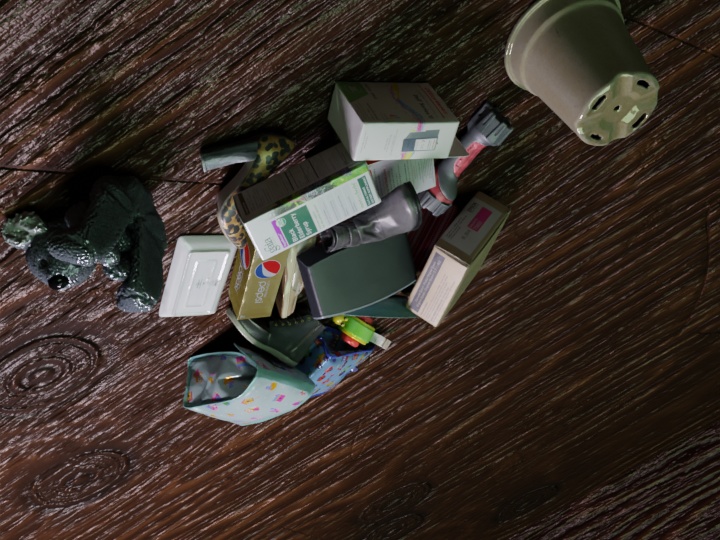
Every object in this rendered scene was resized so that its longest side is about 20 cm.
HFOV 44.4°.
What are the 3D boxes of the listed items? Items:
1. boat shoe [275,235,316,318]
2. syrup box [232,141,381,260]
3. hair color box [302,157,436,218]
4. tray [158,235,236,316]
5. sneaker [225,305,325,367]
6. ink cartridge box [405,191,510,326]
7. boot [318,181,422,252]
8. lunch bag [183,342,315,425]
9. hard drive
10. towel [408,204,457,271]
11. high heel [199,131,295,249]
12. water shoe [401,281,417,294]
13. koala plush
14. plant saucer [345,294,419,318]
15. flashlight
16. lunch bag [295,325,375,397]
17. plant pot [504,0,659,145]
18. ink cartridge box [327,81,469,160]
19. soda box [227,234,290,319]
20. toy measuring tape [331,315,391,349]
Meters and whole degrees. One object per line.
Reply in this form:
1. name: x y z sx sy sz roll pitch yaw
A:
1. boat shoe: -0.113 0.006 1.536 0.064 0.072 0.201 -9 136 -20
2. syrup box: -0.080 -0.105 1.300 0.198 0.082 0.079 -27 132 -4
3. hair color box: 0.017 -0.156 1.412 0.198 0.064 0.111 -22 145 -6
4. tray: -0.274 0.017 1.496 0.106 0.022 0.201 -3 139 -28
5. sneaker: -0.156 0.092 1.633 0.106 0.075 0.200 -48 135 3
6. ink cartridge box: 0.175 -0.022 1.573 0.200 0.075 0.166 -47 164 -45
7. boot: 0.011 -0.070 1.363 0.130 0.070 0.200 -17 169 -19
8. lunch bag: -0.207 0.215 1.663 0.198 0.123 0.170 -16 152 34
9. hard drive: 0.000 0.000 1.500 0.198 0.042 0.136 -21 116 -14
10. towel: 0.068 -0.073 1.553 0.198 0.023 0.146 11 116 -38
11. high heel: -0.154 -0.117 1.350 0.141 0.072 0.201 -14 134 -4
12. water shoe: 0.022 -0.001 1.594 0.198 0.079 0.072 4 136 -33
13. koala plush: -0.400 -0.035 1.273 0.198 0.185 0.177 -15 140 25
14. plant saucer: 0.014 0.061 1.626 0.197 0.036 0.200 3 -179 0
15. flashlight: 0.173 -0.180 1.467 0.067 0.068 0.200 16 129 -41
16. lunch bag: -0.065 0.193 1.794 0.151 0.095 0.199 -45 149 22
17. plant pot: 0.343 -0.295 1.321 0.198 0.185 0.201 -15 143 -12
18. ink cartridge box: 0.065 -0.223 1.306 0.198 0.118 0.068 -5 133 -26
19. soda box: -0.171 -0.006 1.487 0.063 0.068 0.201 -6 140 -25
20. toy measuring tape: 0.015 0.128 1.752 0.073 0.074 0.200 -37 139 18
